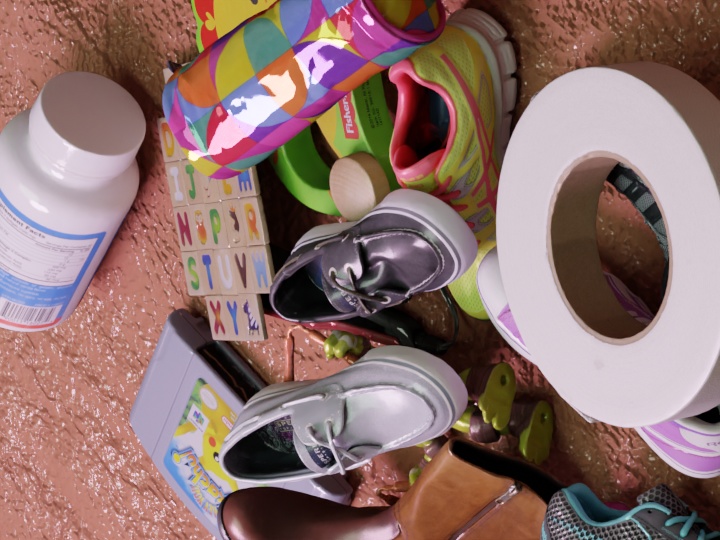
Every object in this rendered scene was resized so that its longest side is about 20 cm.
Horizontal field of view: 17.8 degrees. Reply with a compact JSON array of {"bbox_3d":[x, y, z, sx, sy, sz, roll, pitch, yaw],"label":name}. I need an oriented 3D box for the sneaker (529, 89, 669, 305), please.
[{"bbox_3d":[0.176,-0.035,1.344,0.200,0.075,0.114,24,121,34],"label":"sneaker"}]

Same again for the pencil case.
[{"bbox_3d":[-0.038,-0.131,1.415,0.200,0.088,0.089,-29,86,40],"label":"pencil case"}]

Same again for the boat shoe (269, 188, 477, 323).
[{"bbox_3d":[0.000,0.000,1.458,0.070,0.066,0.200,50,154,-18],"label":"boat shoe"}]

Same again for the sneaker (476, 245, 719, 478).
[{"bbox_3d":[0.150,0.036,1.374,0.200,0.073,0.114,37,172,18],"label":"sneaker"}]

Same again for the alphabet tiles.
[{"bbox_3d":[-0.103,-0.049,1.626,0.166,0.006,0.201,-2,99,66],"label":"alphabet tiles"}]

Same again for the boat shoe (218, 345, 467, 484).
[{"bbox_3d":[-0.015,0.104,1.481,0.200,0.072,0.070,-17,115,46],"label":"boat shoe"}]

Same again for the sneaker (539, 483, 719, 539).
[{"bbox_3d":[0.194,0.178,1.414,0.199,0.078,0.092,5,95,25],"label":"sneaker"}]

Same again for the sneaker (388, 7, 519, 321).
[{"bbox_3d":[0.054,-0.058,1.450,0.078,0.090,0.201,5,113,43],"label":"sneaker"}]

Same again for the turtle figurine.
[{"bbox_3d":[0.049,0.097,1.542,0.161,0.064,0.200,0,134,39],"label":"turtle figurine"}]

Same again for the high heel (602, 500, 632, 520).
[{"bbox_3d":[0.116,0.229,1.512,0.067,0.096,0.200,50,136,17],"label":"high heel"}]

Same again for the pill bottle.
[{"bbox_3d":[-0.232,-0.054,1.731,0.112,0.112,0.200,50,135,17],"label":"pill bottle"}]

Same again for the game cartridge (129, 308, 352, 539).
[{"bbox_3d":[-0.095,0.140,1.736,0.200,0.040,0.134,45,138,22],"label":"game cartridge"}]

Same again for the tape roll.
[{"bbox_3d":[0.148,-0.013,1.268,0.203,0.037,0.204,21,116,53],"label":"tape roll"}]

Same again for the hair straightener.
[{"bbox_3d":[-0.011,0.011,1.585,0.200,0.041,0.077,21,122,38],"label":"hair straightener"}]

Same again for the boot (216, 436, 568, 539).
[{"bbox_3d":[0.020,0.164,1.533,0.188,0.069,0.200,29,145,-11],"label":"boot"}]

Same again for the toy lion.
[{"bbox_3d":[-0.042,-0.137,1.543,0.191,0.069,0.201,6,113,52],"label":"toy lion"}]
